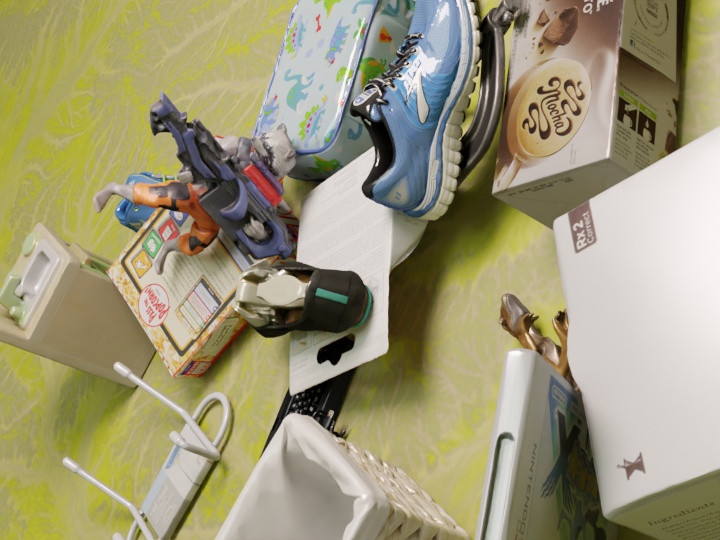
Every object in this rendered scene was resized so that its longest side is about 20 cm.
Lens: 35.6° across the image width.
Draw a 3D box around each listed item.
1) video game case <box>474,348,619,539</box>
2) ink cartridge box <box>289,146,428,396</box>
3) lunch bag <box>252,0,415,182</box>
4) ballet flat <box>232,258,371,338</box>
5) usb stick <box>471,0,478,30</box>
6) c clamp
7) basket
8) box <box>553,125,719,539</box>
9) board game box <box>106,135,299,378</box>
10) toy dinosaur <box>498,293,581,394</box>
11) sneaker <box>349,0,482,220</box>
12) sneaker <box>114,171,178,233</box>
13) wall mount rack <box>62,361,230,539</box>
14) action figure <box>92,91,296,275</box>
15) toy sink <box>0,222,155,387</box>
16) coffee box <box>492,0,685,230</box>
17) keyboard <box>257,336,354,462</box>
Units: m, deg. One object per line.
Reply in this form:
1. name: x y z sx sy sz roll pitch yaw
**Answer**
1. video game case: 0.112 0.163 0.653 0.022 0.200 0.184 2 69 29
2. ink cartridge box: 0.000 0.000 0.987 0.162 0.050 0.202 -29 53 51
3. lunch bag: -0.025 -0.189 1.112 0.160 0.082 0.202 2 70 49
4. ballet flat: -0.066 0.019 0.970 0.199 0.068 0.069 -10 68 58
5. usb stick: 0.081 -0.291 1.087 0.055 0.032 0.202 -31 47 36
6. c clamp: 0.092 -0.152 0.939 0.200 0.027 0.172 123 151 -59
7. basket: -0.030 0.234 0.838 0.201 0.123 0.135 -59 37 4
8. box: 0.234 0.032 0.637 0.199 0.130 0.200 -31 48 35
9. board game box: -0.157 -0.012 1.148 0.200 0.046 0.152 -46 65 20
10. toy dinosaur: 0.142 0.093 0.787 0.107 0.060 0.201 118 156 -45
11. sneaker: 0.041 -0.145 0.898 0.079 0.088 0.202 -166 84 -75
12. sneaker: -0.198 -0.070 1.227 0.199 0.105 0.076 -23 51 41
13. wall mount rack: -0.218 0.190 1.126 0.201 0.074 0.174 -60 36 3
14. action figure: -0.151 -0.092 1.049 0.192 0.201 0.105 -20 35 15
15. toy sink: -0.329 0.029 1.248 0.130 0.199 0.113 32 94 53
16. coffee box: 0.176 -0.145 0.850 0.113 0.079 0.202 -14 59 48
17. keyboard: -0.060 0.146 0.994 0.104 0.039 0.202 14 81 53
